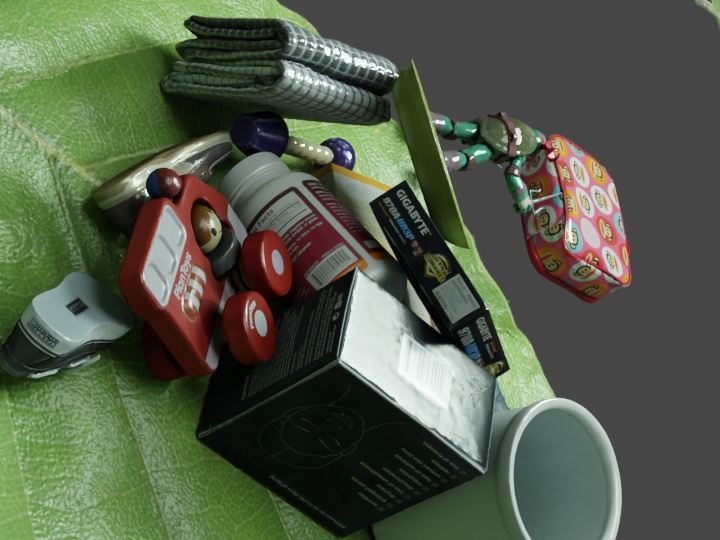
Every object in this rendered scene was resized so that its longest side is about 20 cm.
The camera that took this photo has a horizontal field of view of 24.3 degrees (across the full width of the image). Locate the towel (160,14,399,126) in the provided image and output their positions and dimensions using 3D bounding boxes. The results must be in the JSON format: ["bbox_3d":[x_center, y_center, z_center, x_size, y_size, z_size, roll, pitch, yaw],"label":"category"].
[{"bbox_3d":[-0.083,-0.208,1.740,0.165,0.200,0.086,11,88,-45],"label":"towel"}]

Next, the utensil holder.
[{"bbox_3d":[0.131,0.224,1.665,0.170,0.200,0.170,13,70,-41],"label":"utensil holder"}]

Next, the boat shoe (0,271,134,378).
[{"bbox_3d":[-0.257,0.055,1.456,0.074,0.068,0.199,44,12,-3],"label":"boat shoe"}]

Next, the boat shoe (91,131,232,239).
[{"bbox_3d":[-0.187,-0.084,1.645,0.200,0.072,0.065,-38,108,-57],"label":"boat shoe"}]

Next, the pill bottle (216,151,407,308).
[{"bbox_3d":[-0.055,-0.024,1.679,0.200,0.113,0.113,47,30,25],"label":"pill bottle"}]

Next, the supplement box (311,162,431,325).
[{"bbox_3d":[0.000,0.000,1.800,0.126,0.073,0.200,20,51,-43],"label":"supplement box"}]

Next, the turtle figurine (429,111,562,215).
[{"bbox_3d":[0.161,-0.149,2.069,0.200,0.101,0.150,3,37,-33],"label":"turtle figurine"}]

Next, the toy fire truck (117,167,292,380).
[{"bbox_3d":[-0.153,-0.005,1.544,0.200,0.112,0.168,-79,149,-44],"label":"toy fire truck"}]

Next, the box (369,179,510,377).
[{"bbox_3d":[0.082,0.019,1.672,0.159,0.046,0.200,59,-1,24],"label":"box"}]

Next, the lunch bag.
[{"bbox_3d":[0.287,-0.063,2.185,0.176,0.082,0.200,27,46,-37],"label":"lunch bag"}]

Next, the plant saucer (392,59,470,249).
[{"bbox_3d":[0.068,-0.113,1.689,0.200,0.031,0.201,-17,90,-86],"label":"plant saucer"}]

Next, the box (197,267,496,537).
[{"bbox_3d":[-0.010,0.131,1.590,0.200,0.196,0.124,39,40,-26],"label":"box"}]

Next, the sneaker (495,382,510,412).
[{"bbox_3d":[0.170,0.190,1.856,0.146,0.077,0.203,6,70,-36],"label":"sneaker"}]

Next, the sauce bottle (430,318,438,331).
[{"bbox_3d":[0.079,0.099,1.833,0.066,0.066,0.200,36,43,-29],"label":"sauce bottle"}]

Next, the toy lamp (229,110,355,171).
[{"bbox_3d":[-0.074,-0.132,1.788,0.200,0.058,0.058,15,53,-63],"label":"toy lamp"}]
